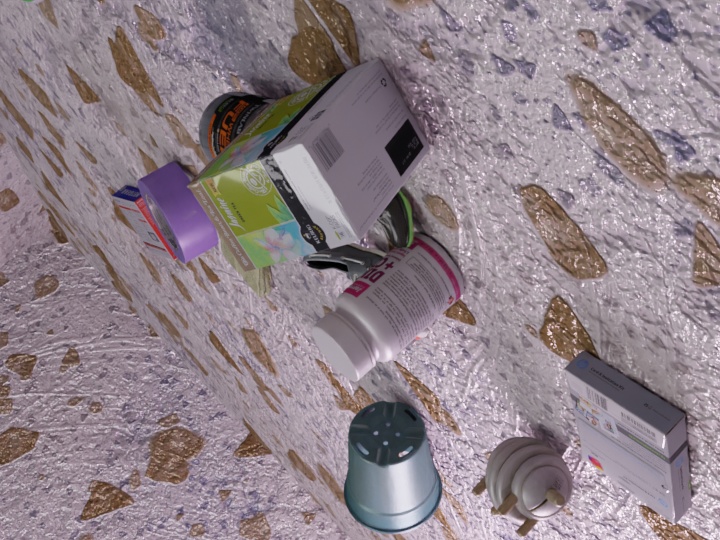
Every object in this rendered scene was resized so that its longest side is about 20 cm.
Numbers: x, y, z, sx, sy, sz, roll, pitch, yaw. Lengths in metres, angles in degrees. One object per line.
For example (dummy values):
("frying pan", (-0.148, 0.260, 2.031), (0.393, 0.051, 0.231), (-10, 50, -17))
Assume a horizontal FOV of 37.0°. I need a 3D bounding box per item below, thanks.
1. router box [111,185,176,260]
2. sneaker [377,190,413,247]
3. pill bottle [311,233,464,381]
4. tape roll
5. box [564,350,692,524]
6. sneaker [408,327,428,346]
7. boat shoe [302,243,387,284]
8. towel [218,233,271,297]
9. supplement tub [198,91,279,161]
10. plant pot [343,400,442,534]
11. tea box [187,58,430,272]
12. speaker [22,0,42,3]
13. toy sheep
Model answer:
("router box", (-0.532, -0.122, 2.710), (0.199, 0.049, 0.180), (17, 142, 59))
("sneaker", (-0.002, -0.107, 1.443), (0.201, 0.084, 0.077), (52, 162, -4))
("pill bottle", (0.036, 0.051, 1.470), (0.113, 0.200, 0.114), (43, 160, 20))
("tape roll", (-0.384, -0.122, 2.263), (0.200, 0.085, 0.201), (52, 162, 24))
("box", (0.333, 0.208, 1.330), (0.156, 0.041, 0.201), (34, 155, 41))
("sneaker", (0.037, 0.099, 1.614), (0.077, 0.082, 0.200), (53, -164, 21))
("boat shoe", (0.000, 0.000, 1.628), (0.199, 0.062, 0.073), (25, 159, 25))
("towel", (-0.242, -0.033, 2.222), (0.148, 0.036, 0.200), (45, 161, 20))
("supplement tub", (-0.143, -0.190, 1.555), (0.199, 0.122, 0.123), (22, 147, 55))
("plant pot", (0.056, 0.368, 2.071), (0.200, 0.200, 0.197), (37, 150, 34))
("tea box", (-0.058, -0.122, 1.269), (0.196, 0.200, 0.134), (-16, 116, 40))
("speaker", (-0.603, -0.556, 1.991), (0.089, 0.088, 0.200), (54, 161, -12))
("toy sheep", (0.246, 0.313, 1.587), (0.139, 0.137, 0.200), (57, 168, -21))
